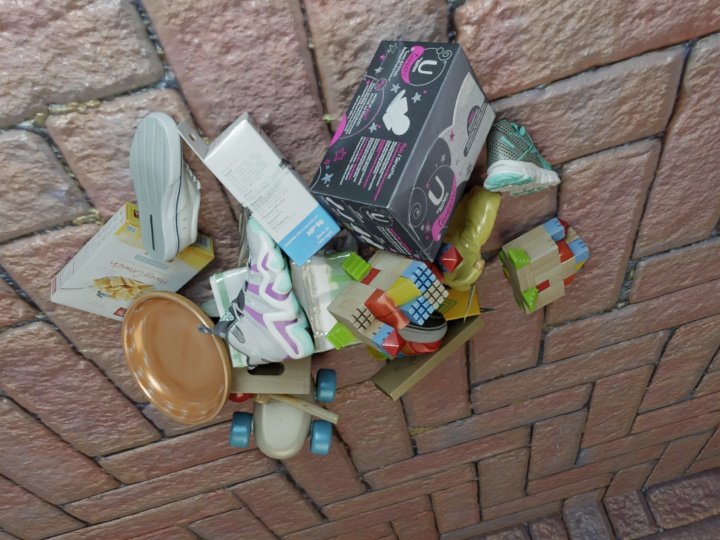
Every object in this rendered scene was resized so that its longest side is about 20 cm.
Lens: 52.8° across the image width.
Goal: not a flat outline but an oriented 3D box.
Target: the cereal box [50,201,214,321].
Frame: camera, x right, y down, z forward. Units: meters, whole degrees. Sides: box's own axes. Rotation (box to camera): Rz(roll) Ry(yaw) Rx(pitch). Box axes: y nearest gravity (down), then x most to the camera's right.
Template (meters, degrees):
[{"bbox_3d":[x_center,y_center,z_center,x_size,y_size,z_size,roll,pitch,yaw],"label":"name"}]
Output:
[{"bbox_3d":[-0.320,-0.001,1.016,0.199,0.040,0.143,-38,140,28],"label":"cereal box"}]

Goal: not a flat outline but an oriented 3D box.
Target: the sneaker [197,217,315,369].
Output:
[{"bbox_3d":[-0.148,0.040,0.929,0.137,0.078,0.204,-17,110,-1],"label":"sneaker"}]

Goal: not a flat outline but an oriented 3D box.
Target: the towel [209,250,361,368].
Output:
[{"bbox_3d":[-0.096,0.056,0.997,0.196,0.031,0.152,-10,118,0],"label":"towel"}]

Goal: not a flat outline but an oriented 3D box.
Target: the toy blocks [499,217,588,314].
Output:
[{"bbox_3d":[0.317,-0.013,1.211,0.135,0.101,0.201,-28,143,2],"label":"toy blocks"}]

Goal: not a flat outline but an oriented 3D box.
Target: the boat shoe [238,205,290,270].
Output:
[{"bbox_3d":[-0.129,-0.057,0.983,0.073,0.074,0.202,2,135,-15],"label":"boat shoe"}]

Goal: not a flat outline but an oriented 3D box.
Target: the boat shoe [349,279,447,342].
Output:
[{"bbox_3d":[0.056,0.053,1.002,0.198,0.072,0.072,10,101,-45],"label":"boat shoe"}]

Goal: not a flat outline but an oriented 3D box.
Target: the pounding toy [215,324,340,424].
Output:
[{"bbox_3d":[-0.155,0.167,1.163,0.196,0.146,0.183,7,169,-29],"label":"pounding toy"}]

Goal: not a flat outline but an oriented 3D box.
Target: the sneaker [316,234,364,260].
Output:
[{"bbox_3d":[0.000,0.000,1.113,0.074,0.117,0.199,-23,-177,30],"label":"sneaker"}]

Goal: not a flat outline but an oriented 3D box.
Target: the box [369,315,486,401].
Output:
[{"bbox_3d":[0.111,0.142,1.247,0.199,0.021,0.163,-38,-174,-9],"label":"box"}]

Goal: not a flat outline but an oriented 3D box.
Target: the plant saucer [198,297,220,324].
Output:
[{"bbox_3d":[-0.162,0.058,1.115,0.195,0.051,0.200,0,170,0],"label":"plant saucer"}]

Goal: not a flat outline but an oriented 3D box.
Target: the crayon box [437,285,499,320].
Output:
[{"bbox_3d":[0.117,0.059,1.211,0.196,0.053,0.126,-10,180,-8],"label":"crayon box"}]

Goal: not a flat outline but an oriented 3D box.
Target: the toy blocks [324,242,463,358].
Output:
[{"bbox_3d":[0.048,0.020,0.875,0.200,0.136,0.100,-48,114,-12],"label":"toy blocks"}]

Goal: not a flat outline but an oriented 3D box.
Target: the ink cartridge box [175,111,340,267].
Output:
[{"bbox_3d":[-0.115,-0.111,0.829,0.068,0.116,0.200,-40,108,4],"label":"ink cartridge box"}]

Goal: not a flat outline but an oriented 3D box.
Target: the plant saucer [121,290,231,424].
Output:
[{"bbox_3d":[-0.260,0.122,1.044,0.200,0.201,0.037,-42,174,34],"label":"plant saucer"}]

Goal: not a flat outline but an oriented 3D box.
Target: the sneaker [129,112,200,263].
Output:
[{"bbox_3d":[-0.234,-0.106,0.890,0.071,0.072,0.203,-40,153,-44],"label":"sneaker"}]

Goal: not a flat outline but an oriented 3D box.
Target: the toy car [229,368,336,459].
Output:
[{"bbox_3d":[-0.150,0.258,1.384,0.180,0.181,0.200,6,172,-8],"label":"toy car"}]

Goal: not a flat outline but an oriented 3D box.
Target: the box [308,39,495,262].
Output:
[{"bbox_3d":[0.055,-0.134,0.819,0.113,0.203,0.132,16,164,36],"label":"box"}]

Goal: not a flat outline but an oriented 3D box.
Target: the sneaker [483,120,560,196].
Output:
[{"bbox_3d":[0.219,-0.155,0.986,0.076,0.093,0.199,-12,175,26],"label":"sneaker"}]

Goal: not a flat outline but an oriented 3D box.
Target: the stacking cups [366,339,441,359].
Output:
[{"bbox_3d":[0.073,0.117,1.245,0.059,0.062,0.199,1,170,-22],"label":"stacking cups"}]

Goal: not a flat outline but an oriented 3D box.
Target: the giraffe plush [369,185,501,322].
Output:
[{"bbox_3d":[0.098,-0.042,1.044,0.159,0.203,0.174,17,147,4],"label":"giraffe plush"}]
